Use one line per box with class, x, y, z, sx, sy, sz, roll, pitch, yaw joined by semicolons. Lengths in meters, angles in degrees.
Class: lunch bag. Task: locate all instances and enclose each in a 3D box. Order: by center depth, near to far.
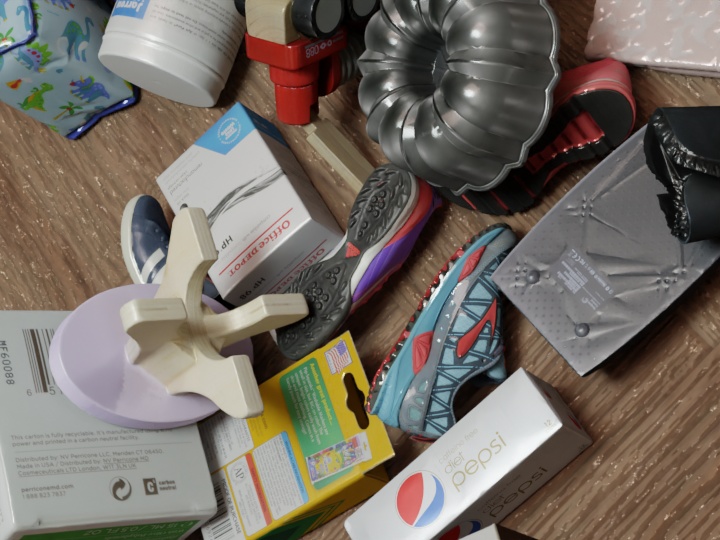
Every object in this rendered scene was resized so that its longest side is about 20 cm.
lunch bag;-0.328;-0.266;1.550;0.127;0.170;0.202;-27;59;21

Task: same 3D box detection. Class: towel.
towel;0.295;-0.257;1.251;0.189;0.032;0.202;10;80;34

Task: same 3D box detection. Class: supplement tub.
supplement tub;-0.167;-0.279;1.481;0.131;0.132;0.202;14;80;34

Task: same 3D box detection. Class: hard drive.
hard drive;0.216;-0.018;1.199;0.200;0.042;0.135;-44;57;3

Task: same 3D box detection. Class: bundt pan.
bundt pan;0.068;-0.166;1.229;0.201;0.075;0.205;-5;83;50

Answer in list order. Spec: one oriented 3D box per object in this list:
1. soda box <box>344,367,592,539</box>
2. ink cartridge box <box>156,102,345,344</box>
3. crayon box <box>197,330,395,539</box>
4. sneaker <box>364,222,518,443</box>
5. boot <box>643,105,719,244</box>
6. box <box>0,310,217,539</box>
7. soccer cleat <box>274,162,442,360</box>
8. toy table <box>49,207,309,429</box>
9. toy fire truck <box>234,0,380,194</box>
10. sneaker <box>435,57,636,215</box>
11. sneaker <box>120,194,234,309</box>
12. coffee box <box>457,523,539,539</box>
soda box;0.085;0.171;1.206;0.200;0.068;0.064;-43;57;11
ink cartridge box;-0.095;-0.043;1.392;0.116;0.067;0.201;-41;57;12
crayon box;-0.058;0.159;1.308;0.199;0.051;0.127;-32;59;19
sneaker;0.087;0.056;1.256;0.095;0.079;0.201;33;77;-1
boot;0.298;-0.124;1.129;0.166;0.076;0.203;-3;79;-4
box;-0.265;0.159;1.310;0.171;0.197;0.202;-41;58;44
soccer cleat;0.000;0.000;1.321;0.068;0.073;0.201;42;104;37
toy table;-0.147;0.055;1.262;0.117;0.199;0.185;-34;79;42
toy fire truck;-0.012;-0.182;1.361;0.128;0.175;0.202;20;126;34
sneaker;0.152;-0.116;1.280;0.199;0.074;0.087;-26;27;31
sneaker;-0.165;0.012;1.415;0.084;0.075;0.202;-25;72;23
coffee box;0.054;0.277;1.161;0.199;0.113;0.081;-29;60;20
